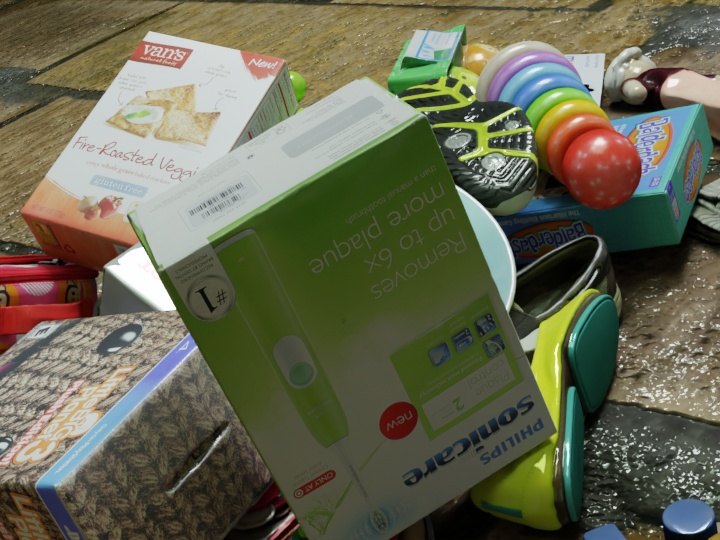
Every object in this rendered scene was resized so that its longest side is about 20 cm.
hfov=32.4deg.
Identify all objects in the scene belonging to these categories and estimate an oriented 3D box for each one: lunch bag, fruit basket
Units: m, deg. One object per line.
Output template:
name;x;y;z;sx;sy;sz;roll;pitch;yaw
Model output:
lunch bag;-0.292;0.030;0.932;0.174;0.083;0.200;1;2;25
fruit basket;0.128;-0.178;1.171;0.197;0.095;0.186;-3;29;16

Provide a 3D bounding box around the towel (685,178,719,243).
towel;0.348;-0.057;0.892;0.198;0.035;0.192;-26;29;-19

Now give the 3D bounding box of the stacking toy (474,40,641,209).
stacking toy;0.150;-0.103;0.908;0.084;0.086;0.200;-17;27;-5

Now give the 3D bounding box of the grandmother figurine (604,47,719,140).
grandmother figurine;0.282;-0.156;1.095;0.120;0.061;0.200;4;15;-26

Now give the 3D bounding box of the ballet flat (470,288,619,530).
ballet flat;0.108;0.075;0.735;0.066;0.067;0.201;-6;30;23

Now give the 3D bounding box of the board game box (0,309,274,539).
board game box;-0.159;0.109;0.725;0.198;0.098;0.160;-7;29;41

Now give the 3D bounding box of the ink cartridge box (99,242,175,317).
ink cartridge box;-0.060;0.017;0.848;0.145;0.084;0.200;35;48;18

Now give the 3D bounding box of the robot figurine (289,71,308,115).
robot figurine;-0.056;-0.074;1.039;0.197;0.116;0.177;-9;59;8

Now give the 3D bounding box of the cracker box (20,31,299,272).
cracker box;-0.151;-0.089;0.962;0.133;0.058;0.201;14;58;22

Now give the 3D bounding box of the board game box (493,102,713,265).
board game box;0.160;-0.063;0.962;0.198;0.045;0.152;-8;27;31

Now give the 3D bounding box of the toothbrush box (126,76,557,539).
toothbrush box;-0.006;0.029;0.637;0.145;0.201;0.086;-29;30;-8

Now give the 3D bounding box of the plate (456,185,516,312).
plate;0.000;0.000;0.793;0.197;0.026;0.202;3;46;-3

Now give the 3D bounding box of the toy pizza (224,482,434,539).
toy pizza;-0.057;0.161;0.692;0.198;0.032;0.201;-12;27;6

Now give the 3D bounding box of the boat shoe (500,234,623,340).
boat shoe;0.088;0.038;0.810;0.199;0.065;0.073;-31;33;-27

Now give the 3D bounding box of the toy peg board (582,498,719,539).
toy peg board;0.112;0.170;0.516;0.198;0.099;0.199;-18;27;-7

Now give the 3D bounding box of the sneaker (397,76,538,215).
sneaker;0.085;-0.082;0.921;0.075;0.077;0.200;-23;29;-4
